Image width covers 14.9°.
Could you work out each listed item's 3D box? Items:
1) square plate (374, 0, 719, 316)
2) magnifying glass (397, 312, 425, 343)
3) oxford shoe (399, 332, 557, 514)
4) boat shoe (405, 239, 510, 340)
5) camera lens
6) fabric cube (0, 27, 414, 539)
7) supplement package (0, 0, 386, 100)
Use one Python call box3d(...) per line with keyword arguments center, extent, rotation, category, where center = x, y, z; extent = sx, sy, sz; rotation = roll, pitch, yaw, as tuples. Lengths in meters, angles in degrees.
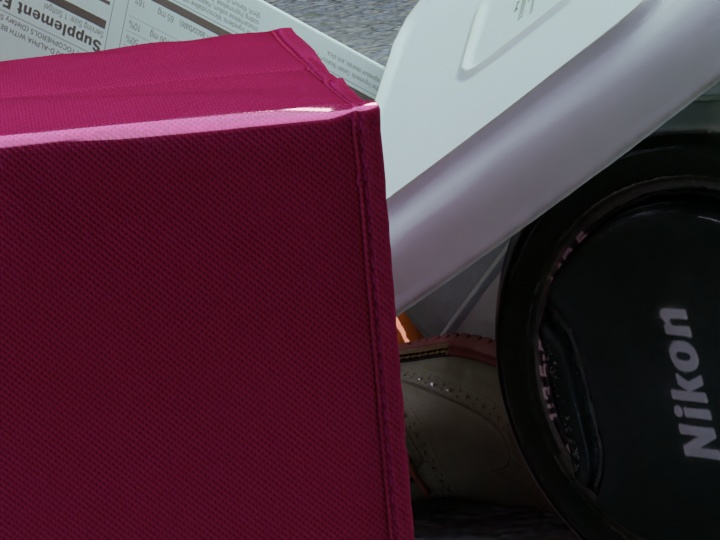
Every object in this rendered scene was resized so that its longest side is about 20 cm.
box3d(center=(0.064, -0.082, 0.879), extent=(0.198, 0.028, 0.200), rotation=(-37, 21, 32), category="square plate")
box3d(center=(0.000, 0.000, 1.099), extent=(0.022, 0.080, 0.200), rotation=(-19, 46, -12), category="magnifying glass")
box3d(center=(0.012, 0.066, 0.977), extent=(0.200, 0.071, 0.075), rotation=(8, 45, 41), category="oxford shoe")
box3d(center=(0.067, -0.045, 0.957), extent=(0.072, 0.069, 0.200), rotation=(-35, -16, -41), category="boat shoe")
box3d(center=(0.149, 0.012, 0.879), extent=(0.160, 0.161, 0.200), rotation=(2, 14, 34), category="camera lens")
box3d(center=(-0.096, 0.048, 0.736), extent=(0.199, 0.197, 0.200), rotation=(-5, 10, -7), category="fabric cube")
box3d(center=(-0.116, -0.045, 0.957), extent=(0.155, 0.111, 0.200), rotation=(-6, -23, 43), category="supplement package")
